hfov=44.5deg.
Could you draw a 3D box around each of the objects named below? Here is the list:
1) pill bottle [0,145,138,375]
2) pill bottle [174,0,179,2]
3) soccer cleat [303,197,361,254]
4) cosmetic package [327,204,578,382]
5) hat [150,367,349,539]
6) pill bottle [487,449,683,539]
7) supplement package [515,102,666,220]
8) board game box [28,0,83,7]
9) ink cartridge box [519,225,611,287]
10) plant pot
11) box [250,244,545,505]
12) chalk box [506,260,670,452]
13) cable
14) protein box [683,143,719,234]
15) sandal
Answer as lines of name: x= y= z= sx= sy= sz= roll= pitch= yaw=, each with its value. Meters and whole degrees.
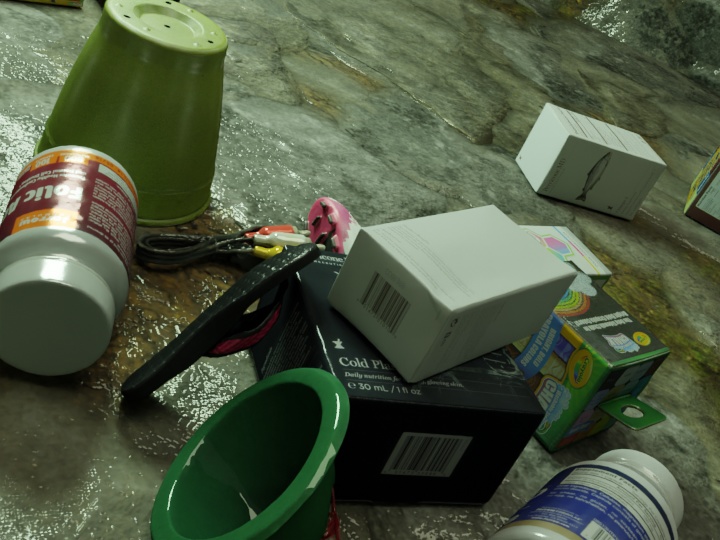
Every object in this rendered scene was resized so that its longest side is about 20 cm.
pill bottle: x=-0.253 y=-0.012 z=0.750 sx=0.114 sy=0.114 sz=0.200 roll=14 pitch=32 yaw=-19
pill bottle: x=-0.360 y=-0.467 z=1.368 sx=0.112 sy=0.112 sz=0.200 roll=-4 pitch=41 yaw=-41
soccer cleat: x=0.000 y=0.000 z=0.975 sx=0.086 sy=0.070 sz=0.200 roll=11 pitch=39 yaw=-37
cosmetic package: x=0.084 y=0.012 z=0.761 sx=0.200 sy=0.081 sz=0.113 roll=-10 pitch=45 yaw=-47
hat: x=-0.040 y=0.202 z=0.650 sx=0.176 sy=0.166 sz=0.200 roll=54 pitch=39 yaw=-26
pill bottle: x=0.187 y=0.224 z=0.712 sx=0.120 sy=0.120 sz=0.200 roll=40 pitch=33 yaw=22
supplement package: x=0.386 y=-0.182 z=1.482 sx=0.200 sy=0.117 sz=0.117 roll=13 pitch=33 yaw=-20
board game box: x=-0.526 y=-0.457 z=1.285 sx=0.200 sy=0.057 sz=0.165 roll=-8 pitch=43 yaw=-43
ink cartridge box: x=0.222 y=-0.006 z=1.147 sx=0.200 sy=0.059 sz=0.104 roll=0 pitch=39 yaw=-37
plant pot: x=-0.231 y=-0.184 z=0.953 sx=0.200 sy=0.193 sz=0.200 roll=19 pitch=31 yaw=-12
box: x=0.023 y=0.093 z=0.790 sx=0.200 sy=0.124 sz=0.197 roll=9 pitch=33 yaw=-27
chalk box: x=0.227 y=0.100 z=0.929 sx=0.125 sy=0.124 sz=0.200 roll=-5 pitch=44 yaw=-43
cable: x=-0.137 y=-0.034 z=0.932 sx=0.200 sy=0.050 sz=0.097 roll=10 pitch=31 yaw=-27
protein box: x=0.747 y=-0.141 z=1.670 sx=0.200 sy=0.135 sz=0.199 roll=32 pitch=32 yaw=10
sandal: x=-0.109 y=0.049 z=0.733 sx=0.045 sy=0.200 sz=0.075 roll=50 pitch=-5 yaw=-13
